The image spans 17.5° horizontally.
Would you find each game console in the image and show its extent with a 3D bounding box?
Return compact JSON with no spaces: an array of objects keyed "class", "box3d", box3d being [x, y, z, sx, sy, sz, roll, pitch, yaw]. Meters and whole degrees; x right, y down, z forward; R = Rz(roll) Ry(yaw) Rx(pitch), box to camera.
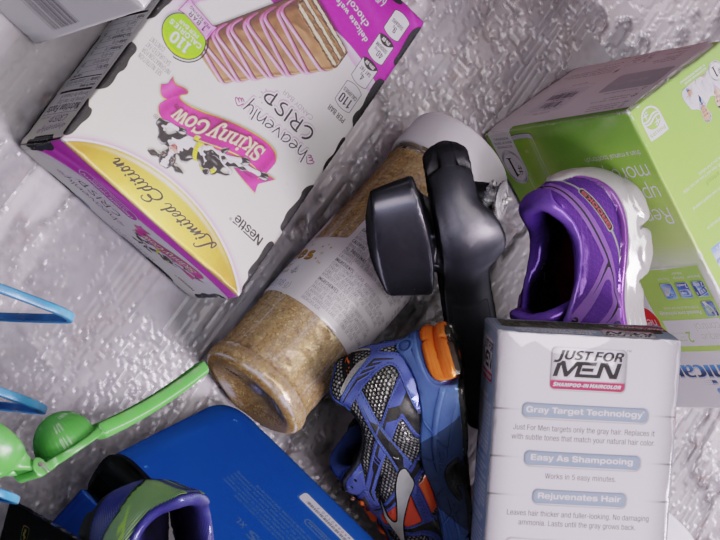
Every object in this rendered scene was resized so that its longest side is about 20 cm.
[{"class":"game console","box3d":[-0.075,0.194,1.244,0.200,0.118,0.171,44,33,15]}]

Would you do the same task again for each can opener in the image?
[{"class":"can opener","box3d":[0.055,0.009,1.302,0.200,0.078,0.064,72,15,-47]}]

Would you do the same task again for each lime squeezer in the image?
[{"class":"lime squeezer","box3d":[-0.157,0.067,1.105,0.199,0.038,0.071,10,53,-36]}]

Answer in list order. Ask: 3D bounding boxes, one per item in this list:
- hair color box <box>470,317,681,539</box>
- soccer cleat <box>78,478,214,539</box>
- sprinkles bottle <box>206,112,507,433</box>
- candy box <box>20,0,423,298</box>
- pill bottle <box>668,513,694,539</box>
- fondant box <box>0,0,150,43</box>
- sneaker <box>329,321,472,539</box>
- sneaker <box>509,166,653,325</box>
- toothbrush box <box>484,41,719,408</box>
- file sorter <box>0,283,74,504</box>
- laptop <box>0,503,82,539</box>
[{"class":"hair color box","box3d":[0.112,0.129,1.254,0.099,0.061,0.201,3,96,-4]},{"class":"soccer cleat","box3d":[-0.098,0.202,1.149,0.065,0.084,0.201,4,77,-42]},{"class":"sprinkles bottle","box3d":[0.000,0.000,1.321,0.068,0.068,0.200,50,66,-19]},{"class":"candy box","box3d":[-0.073,-0.103,1.287,0.136,0.061,0.200,42,70,-23]},{"class":"pill bottle","box3d":[0.110,0.223,1.353,0.112,0.112,0.200,43,68,-22]},{"class":"fondant box","box3d":[-0.103,-0.216,1.225,0.058,0.144,0.200,44,68,-21]},{"class":"sneaker","box3d":[0.023,0.113,1.310,0.078,0.075,0.201,-3,123,3]},{"class":"sneaker","box3d":[0.118,0.044,1.316,0.083,0.080,0.201,-13,97,-40]},{"class":"toothbrush box","box3d":[0.185,-0.023,1.386,0.086,0.145,0.200,-37,107,-26]},{"class":"file sorter","box3d":[-0.238,0.093,1.140,0.122,0.139,0.201,23,77,-31]},{"class":"laptop","box3d":[-0.183,0.213,1.111,0.103,0.200,0.178,14,92,-36]}]
